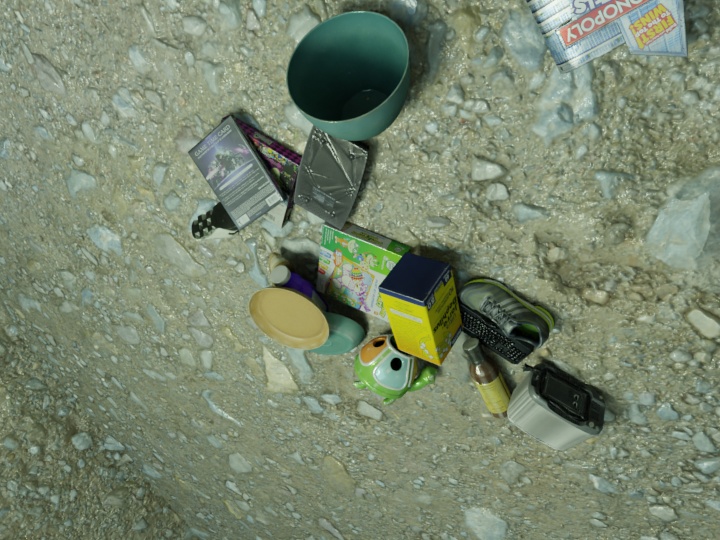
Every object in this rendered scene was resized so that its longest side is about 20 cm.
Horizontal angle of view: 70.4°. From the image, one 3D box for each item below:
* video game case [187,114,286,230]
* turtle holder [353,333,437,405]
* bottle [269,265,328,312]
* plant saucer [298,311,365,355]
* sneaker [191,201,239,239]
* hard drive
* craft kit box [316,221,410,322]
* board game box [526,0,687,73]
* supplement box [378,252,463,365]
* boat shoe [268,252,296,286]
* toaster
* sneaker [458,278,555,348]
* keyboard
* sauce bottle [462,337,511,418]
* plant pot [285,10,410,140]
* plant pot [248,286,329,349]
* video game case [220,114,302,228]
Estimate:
[{"bbox_3d":[-0.264,-0.203,1.087,0.142,0.019,0.201,-28,99,28],"label":"video game case"},{"bbox_3d":[0.081,0.234,1.212,0.185,0.141,0.132,39,118,11],"label":"turtle holder"},{"bbox_3d":[-0.147,0.061,1.214,0.083,0.066,0.200,-10,144,18],"label":"bottle"},{"bbox_3d":[-0.088,0.165,1.270,0.197,0.036,0.201,5,148,3],"label":"plant saucer"},{"bbox_3d":[-0.312,-0.119,1.219,0.199,0.088,0.075,-11,79,40],"label":"sneaker"},{"bbox_3d":[-0.058,-0.191,1.032,0.134,0.042,0.201,30,134,7],"label":"hard drive"},{"bbox_3d":[0.000,0.000,1.146,0.196,0.049,0.201,20,132,13],"label":"craft kit box"},{"bbox_3d":[0.333,-0.349,0.665,0.199,0.062,0.201,-21,111,40],"label":"board game box"},{"bbox_3d":[0.129,0.080,1.048,0.109,0.109,0.201,17,143,35],"label":"supplement box"},{"bbox_3d":[-0.185,0.038,1.276,0.065,0.071,0.201,49,154,40],"label":"boat shoe"},{"bbox_3d":[0.401,0.289,1.080,0.199,0.114,0.130,29,136,6],"label":"toaster"},{"bbox_3d":[0.286,0.084,1.006,0.198,0.081,0.074,25,122,10],"label":"sneaker"},{"bbox_3d":[0.270,0.131,1.087,0.199,0.040,0.105,32,135,4],"label":"keyboard"},{"bbox_3d":[0.285,0.240,1.146,0.064,0.065,0.201,-12,115,37],"label":"sauce bottle"},{"bbox_3d":[-0.006,-0.295,0.842,0.198,0.202,0.135,16,167,19],"label":"plant pot"},{"bbox_3d":[-0.161,0.106,1.172,0.198,0.028,0.201,12,134,13],"label":"plant pot"},{"bbox_3d":[-0.229,-0.213,1.121,0.199,0.036,0.182,31,134,7],"label":"video game case"}]
